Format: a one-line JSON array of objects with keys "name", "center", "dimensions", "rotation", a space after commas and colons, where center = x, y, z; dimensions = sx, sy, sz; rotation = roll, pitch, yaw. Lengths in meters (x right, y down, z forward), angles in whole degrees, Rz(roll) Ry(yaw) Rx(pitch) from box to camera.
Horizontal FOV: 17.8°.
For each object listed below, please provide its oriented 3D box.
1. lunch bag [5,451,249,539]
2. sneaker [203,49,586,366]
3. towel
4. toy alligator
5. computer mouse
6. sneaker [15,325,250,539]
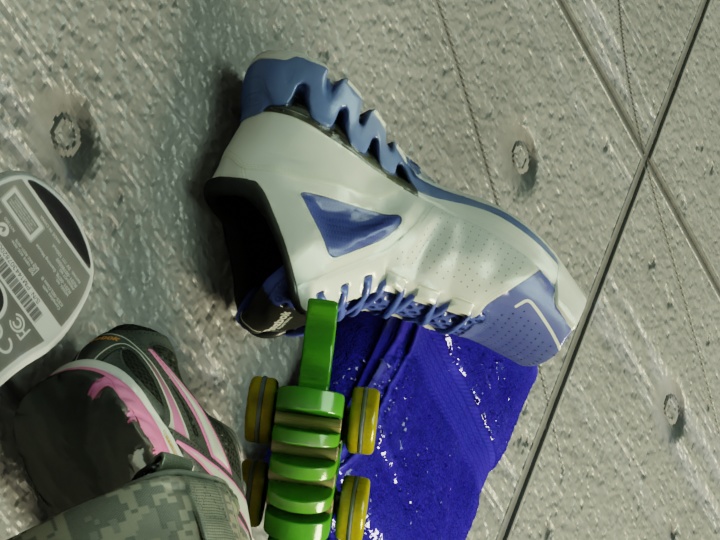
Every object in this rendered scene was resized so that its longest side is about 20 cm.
[{"name": "lunch bag", "center": [-0.086, 0.188, 0.830], "dimensions": [0.139, 0.168, 0.201], "rotation": [15, 45, -51]}, {"name": "sneaker", "center": [-0.001, 0.000, 1.100], "dimensions": [0.199, 0.081, 0.115], "rotation": [38, 63, -13]}, {"name": "towel", "center": [0.030, 0.075, 1.173], "dimensions": [0.148, 0.049, 0.200], "rotation": [58, 42, -31]}, {"name": "toy alligator", "center": [-0.028, 0.114, 1.035], "dimensions": [0.054, 0.059, 0.201], "rotation": [-69, 167, -79]}, {"name": "computer mouse", "center": [-0.175, 0.036, 0.889], "dimensions": [0.110, 0.044, 0.200], "rotation": [57, 44, -16]}, {"name": "sneaker", "center": [-0.071, 0.111, 0.988], "dimensions": [0.086, 0.080, 0.201], "rotation": [-59, 137, -55]}]
